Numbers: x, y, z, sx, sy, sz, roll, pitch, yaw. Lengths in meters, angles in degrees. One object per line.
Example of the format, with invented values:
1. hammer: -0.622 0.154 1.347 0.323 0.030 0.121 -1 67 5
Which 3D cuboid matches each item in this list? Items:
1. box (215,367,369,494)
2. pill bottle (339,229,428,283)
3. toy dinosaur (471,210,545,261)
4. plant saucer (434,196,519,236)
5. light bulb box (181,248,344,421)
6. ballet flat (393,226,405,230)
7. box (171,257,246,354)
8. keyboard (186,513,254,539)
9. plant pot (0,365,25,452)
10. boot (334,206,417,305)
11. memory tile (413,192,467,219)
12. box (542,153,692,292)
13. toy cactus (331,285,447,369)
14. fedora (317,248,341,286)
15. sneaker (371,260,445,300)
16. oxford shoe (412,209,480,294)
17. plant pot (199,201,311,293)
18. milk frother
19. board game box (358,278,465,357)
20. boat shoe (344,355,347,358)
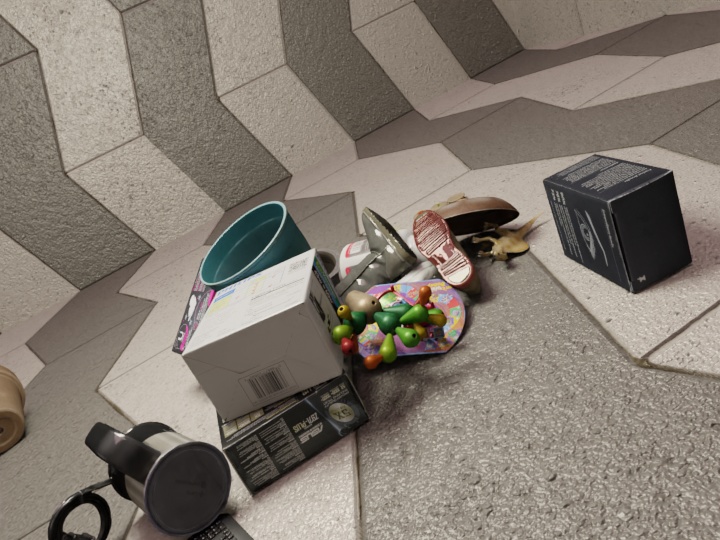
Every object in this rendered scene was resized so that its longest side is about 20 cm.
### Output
1. box: -0.109 0.207 0.860 0.198 0.087 0.164 -30 20 -11
2. pill bottle: 0.064 -0.021 1.168 0.197 0.112 0.111 -13 23 31
3. toy dinosaur: 0.283 -0.058 1.107 0.100 0.059 0.199 13 35 35
4. plant saucer: 0.220 -0.110 1.155 0.196 0.037 0.201 -9 -9 -1
5. light bulb box: -0.133 0.089 0.864 0.195 0.126 0.201 -23 20 10
6. ballet flat: 0.045 -0.042 1.323 0.199 0.070 0.069 -38 23 -30
7. box: -0.277 0.089 1.161 0.114 0.131 0.204 2 73 51
8. keyboard: -0.166 0.346 0.661 0.104 0.040 0.199 -37 22 -28
9. plant pot: -0.890 0.345 1.357 0.173 0.203 0.200 19 46 40
10. boot: -0.002 -0.001 1.100 0.201 0.072 0.183 -50 46 18
11. memory tile: 0.205 -0.137 1.418 0.151 0.017 0.201 -23 20 10
12. box: 0.386 -0.080 0.874 0.103 0.150 0.200 -25 21 -2
13. toy cactus: 0.028 0.065 0.848 0.197 0.104 0.164 -19 28 -28
14. fedora: -0.102 0.034 1.263 0.175 0.091 0.199 -33 28 -16
15. sneaker: 0.101 0.053 1.038 0.198 0.074 0.085 -31 47 -22
16. oxford shoe: 0.156 -0.030 1.045 0.070 0.075 0.202 -36 48 14
17. plant pot: -0.161 0.010 1.063 0.198 0.189 0.202 -27 33 20
18. milk frother: -0.304 0.316 0.774 0.187 0.178 0.204 -7 66 53
19. board game box: 0.072 0.064 0.942 0.196 0.039 0.160 -5 45 12
20. boat shoe: -0.082 0.127 1.046 0.198 0.073 0.062 -13 26 39
